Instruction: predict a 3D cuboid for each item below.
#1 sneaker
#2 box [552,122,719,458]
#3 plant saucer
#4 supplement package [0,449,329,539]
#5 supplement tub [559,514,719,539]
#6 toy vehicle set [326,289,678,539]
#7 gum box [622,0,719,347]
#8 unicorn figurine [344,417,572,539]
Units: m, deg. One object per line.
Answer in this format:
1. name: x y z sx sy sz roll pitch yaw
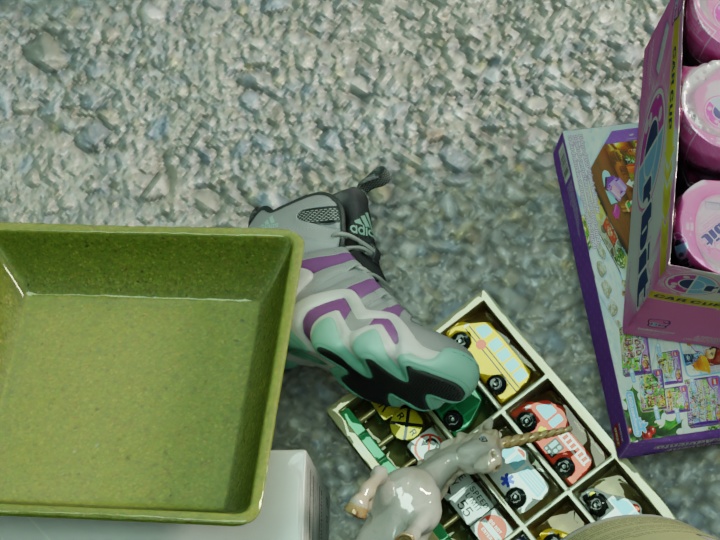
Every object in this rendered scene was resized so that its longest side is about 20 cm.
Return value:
1. sneaker: 0.000 0.000 1.384 0.199 0.078 0.140 14 65 28
2. box: 0.203 0.005 1.377 0.136 0.039 0.201 -7 71 -8
3. plant saucer: -0.138 0.066 1.305 0.199 0.048 0.201 2 53 9
4. supplement package: -0.124 0.193 1.333 0.199 0.111 0.156 -1 71 8
5. supplement tub: 0.160 0.208 1.230 0.144 0.200 0.146 0 91 -7
6. toy vehicle set: 0.088 0.125 1.373 0.124 0.027 0.200 -38 72 -5
7. gum box: 0.201 -0.070 1.323 0.066 0.114 0.201 8 69 -3
8. unicorn figurine: 0.024 0.157 1.304 0.074 0.137 0.200 37 102 8
